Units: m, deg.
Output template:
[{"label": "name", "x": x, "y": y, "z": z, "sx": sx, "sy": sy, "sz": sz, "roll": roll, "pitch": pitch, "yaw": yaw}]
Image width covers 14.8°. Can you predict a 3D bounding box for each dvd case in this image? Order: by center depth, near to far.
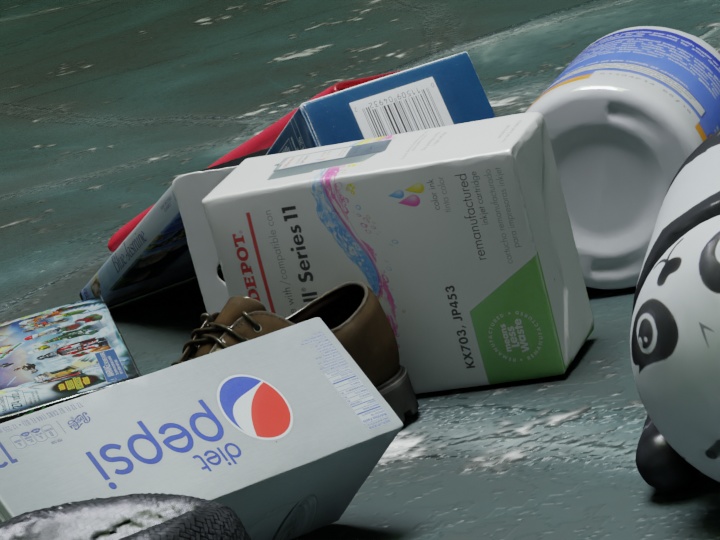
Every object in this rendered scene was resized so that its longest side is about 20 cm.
[{"label": "dvd case", "x": -0.072, "y": -0.033, "z": 1.600, "sx": 0.143, "sy": 0.018, "sz": 0.200, "roll": -21, "pitch": -10, "yaw": -27}]

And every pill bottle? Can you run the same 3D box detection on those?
[{"label": "pill bottle", "x": 0.149, "y": -0.069, "z": 1.491, "sx": 0.112, "sy": 0.112, "sz": 0.200, "roll": -9, "pitch": 14, "yaw": 20}]

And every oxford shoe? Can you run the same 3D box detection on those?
[{"label": "oxford shoe", "x": -0.067, "y": 0.057, "z": 1.249, "sx": 0.200, "sy": 0.084, "sz": 0.073, "roll": -26, "pitch": 20, "yaw": -38}]

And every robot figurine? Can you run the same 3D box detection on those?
[{"label": "robot figurine", "x": 0.171, "y": 0.007, "z": 1.097, "sx": 0.125, "sy": 0.150, "sz": 0.200, "roll": -1, "pitch": 23, "yaw": 14}]

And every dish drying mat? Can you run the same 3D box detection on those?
[{"label": "dish drying mat", "x": -0.059, "y": -0.061, "z": 1.588, "sx": 0.200, "sy": 0.018, "sz": 0.077, "roll": -30, "pitch": -9, "yaw": 37}]

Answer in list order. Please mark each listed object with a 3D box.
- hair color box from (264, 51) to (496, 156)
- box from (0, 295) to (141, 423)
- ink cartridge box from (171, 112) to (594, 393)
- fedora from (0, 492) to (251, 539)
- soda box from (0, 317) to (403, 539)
[{"label": "hair color box", "x": -0.003, "y": -0.042, "z": 1.480, "sx": 0.100, "sy": 0.061, "sz": 0.200, "roll": -19, "pitch": -11, "yaw": -21}, {"label": "box", "x": -0.183, "y": 0.067, "z": 1.421, "sx": 0.137, "sy": 0.040, "sz": 0.200, "roll": -17, "pitch": 14, "yaw": -8}, {"label": "ink cartridge box", "x": 0.000, "y": 0.000, "z": 1.340, "sx": 0.200, "sy": 0.117, "sz": 0.067, "roll": -9, "pitch": 17, "yaw": 21}, {"label": "fedora", "x": -0.096, "y": 0.132, "z": 0.937, "sx": 0.200, "sy": 0.092, "sz": 0.201, "roll": -13, "pitch": 13, "yaw": 3}, {"label": "soda box", "x": -0.079, "y": 0.084, "z": 1.090, "sx": 0.200, "sy": 0.063, "sz": 0.068, "roll": -17, "pitch": -30, "yaw": -46}]
